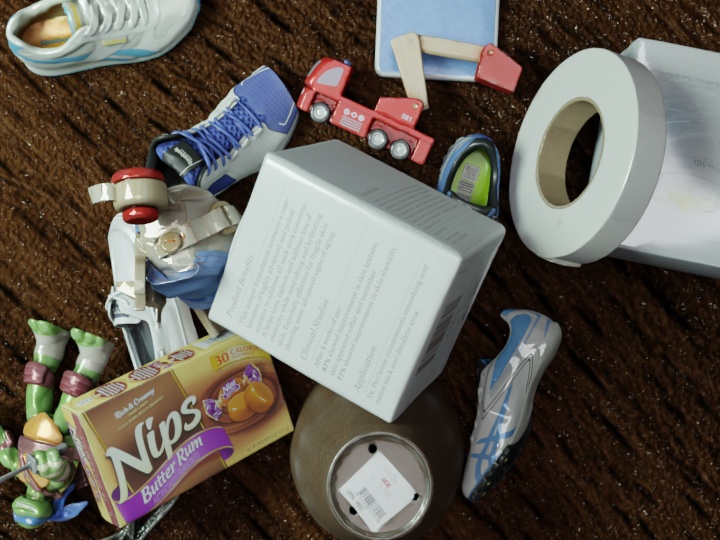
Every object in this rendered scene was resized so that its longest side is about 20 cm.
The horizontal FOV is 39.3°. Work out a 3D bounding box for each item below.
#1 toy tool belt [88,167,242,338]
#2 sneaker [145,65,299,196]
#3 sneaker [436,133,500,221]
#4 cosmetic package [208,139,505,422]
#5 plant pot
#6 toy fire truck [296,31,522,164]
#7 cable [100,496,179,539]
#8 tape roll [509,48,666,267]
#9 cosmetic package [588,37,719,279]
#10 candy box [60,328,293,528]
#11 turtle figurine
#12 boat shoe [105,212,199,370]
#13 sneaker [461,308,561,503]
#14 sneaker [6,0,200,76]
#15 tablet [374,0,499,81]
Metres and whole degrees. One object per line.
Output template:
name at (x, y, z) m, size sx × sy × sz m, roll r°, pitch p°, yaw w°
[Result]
toy tool belt at (-0.164, -0.009, 0.916) m, size 0.123 × 0.200 × 0.125 m, roll -9°, pitch 78°, yaw 11°
sneaker at (-0.146, -0.117, 1.000) m, size 0.199 × 0.115 × 0.081 m, roll -43°, pitch 90°, yaw -1°
sneaker at (0.094, -0.043, 1.011) m, size 0.077 × 0.089 × 0.203 m, roll 13°, pitch 89°, yaw 2°
cosmetic package at (0.000, 0.000, 0.932) m, size 0.198 × 0.166 × 0.169 m, roll 29°, pitch 110°, yaw 14°
plant pot at (0.016, 0.186, 0.951) m, size 0.184 × 0.200 × 0.190 m, roll 0°, pitch 89°, yaw 0°
toy fire truck at (0.049, -0.187, 1.024) m, size 0.198 × 0.049 × 0.143 m, roll 25°, pitch 98°, yaw 0°
cable at (-0.244, 0.286, 1.024) m, size 0.200 × 0.050 × 0.097 m, roll -43°, pitch 90°, yaw 1°
tape roll at (0.211, -0.107, 0.959) m, size 0.037 × 0.202 × 0.206 m, roll 10°, pitch 89°, yaw -24°
cosmetic package at (0.336, -0.101, 0.996) m, size 0.196 × 0.123 × 0.203 m, roll 11°, pitch 90°, yaw 1°
candy box at (-0.172, 0.142, 0.968) m, size 0.198 × 0.056 × 0.118 m, roll -25°, pitch 107°, yaw -32°
turtle figurine at (-0.329, 0.143, 0.971) m, size 0.198 × 0.143 × 0.197 m, roll 23°, pitch 75°, yaw -26°
boat shoe at (-0.219, 0.041, 1.013) m, size 0.071 × 0.068 × 0.203 m, roll -10°, pitch 97°, yaw 43°
sneaker at (0.141, 0.136, 1.024) m, size 0.072 × 0.072 × 0.203 m, roll 21°, pitch 92°, yaw 26°
sneaker at (-0.258, -0.251, 1.021) m, size 0.197 × 0.081 × 0.078 m, roll -19°, pitch 87°, yaw -1°
tablet at (0.083, -0.301, 1.054) m, size 0.128 × 0.014 × 0.204 m, roll 3°, pitch 90°, yaw 0°
